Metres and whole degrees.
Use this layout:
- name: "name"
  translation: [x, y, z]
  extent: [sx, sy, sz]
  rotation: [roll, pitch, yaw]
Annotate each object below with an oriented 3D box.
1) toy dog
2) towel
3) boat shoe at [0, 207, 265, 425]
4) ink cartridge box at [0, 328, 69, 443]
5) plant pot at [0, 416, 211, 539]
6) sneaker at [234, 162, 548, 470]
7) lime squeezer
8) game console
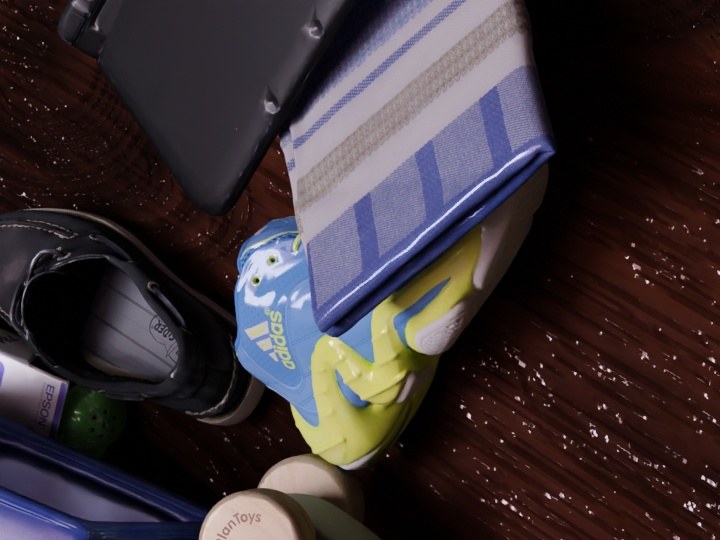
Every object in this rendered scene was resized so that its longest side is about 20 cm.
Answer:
- name: "toy dog"
  translation: [-0.003, 0.171, 1.179]
  extent: [0.096, 0.132, 0.200]
  rotation: [-53, 56, 18]
- name: "towel"
  translation: [0.018, -0.085, 1.120]
  extent: [0.147, 0.024, 0.200]
  rotation: [-41, 42, 33]
- name: "boat shoe"
  translation: [-0.137, 0.019, 1.334]
  extent: [0.199, 0.066, 0.075]
  rotation: [34, 103, 34]
- name: "ink cartridge box"
  translation: [-0.236, 0.067, 1.431]
  extent: [0.200, 0.039, 0.100]
  rotation: [22, 105, 24]
- name: "plant pot"
  translation: [-0.196, 0.169, 1.277]
  extent: [0.200, 0.200, 0.180]
  rotation: [21, 93, 19]
- name: "sneaker"
  translation: [0.000, 0.000, 1.160]
  extent: [0.105, 0.076, 0.200]
  rotation: [34, 129, 5]
- name: "lime squeezer"
  translation: [-0.156, 0.079, 1.414]
  extent: [0.071, 0.038, 0.200]
  rotation: [53, 134, 29]
- name: "game console"
  translation: [-0.042, -0.158, 1.192]
  extent: [0.116, 0.176, 0.200]
  rotation: [33, 129, -2]
